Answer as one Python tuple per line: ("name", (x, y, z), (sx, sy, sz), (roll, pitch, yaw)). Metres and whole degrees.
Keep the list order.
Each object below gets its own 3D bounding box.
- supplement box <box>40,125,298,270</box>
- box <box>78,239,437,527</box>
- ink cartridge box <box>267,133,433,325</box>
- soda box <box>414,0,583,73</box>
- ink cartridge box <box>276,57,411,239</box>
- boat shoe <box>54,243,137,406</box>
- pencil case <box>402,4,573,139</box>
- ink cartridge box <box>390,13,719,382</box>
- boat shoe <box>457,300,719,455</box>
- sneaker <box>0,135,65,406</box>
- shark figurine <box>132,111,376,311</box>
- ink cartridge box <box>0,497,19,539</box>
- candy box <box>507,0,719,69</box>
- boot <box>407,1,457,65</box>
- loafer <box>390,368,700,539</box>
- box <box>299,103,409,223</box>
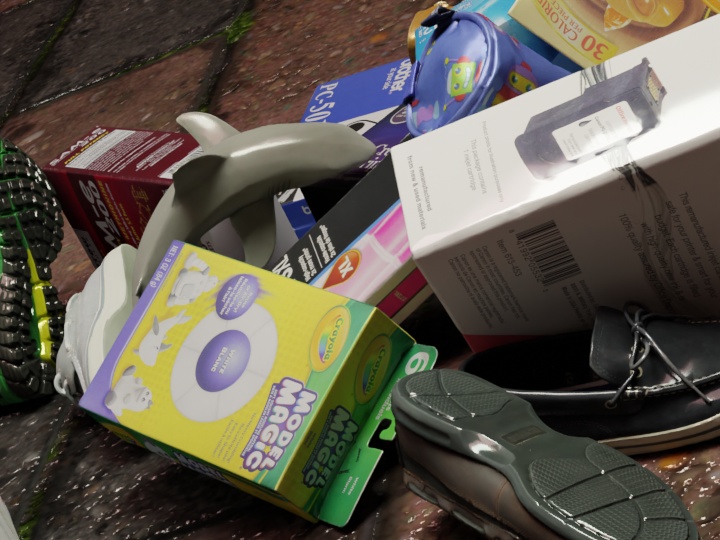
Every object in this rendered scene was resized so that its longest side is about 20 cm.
("supplement box", (-0.129, -0.036, 1.525), (0.061, 0.109, 0.200), (-38, 25, -26))
("box", (-0.057, 0.062, 1.237), (0.200, 0.048, 0.118), (18, 73, 41))
("ink cartridge box", (0.000, 0.000, 1.297), (0.200, 0.037, 0.095), (-46, 34, 16))
("soda box", (0.132, -0.153, 1.315), (0.200, 0.068, 0.064), (-29, 26, 16))
("ink cartridge box", (-0.003, -0.083, 1.574), (0.094, 0.044, 0.200), (-16, 25, 20))
("boat shoe", (-0.158, 0.057, 1.432), (0.072, 0.070, 0.201), (-43, 22, 17))
("pencil case", (0.109, -0.071, 1.235), (0.087, 0.200, 0.078), (5, 73, 55))
("ink cartridge box", (0.137, -0.029, 1.160), (0.200, 0.145, 0.084), (-21, 47, 12))
("boat shoe", (0.139, 0.050, 1.121), (0.200, 0.062, 0.075), (-15, 24, 22))
("sneaker", (-0.256, -0.003, 1.527), (0.085, 0.078, 0.200), (-18, 65, 29))
("shark figurine", (-0.104, -0.027, 1.362), (0.128, 0.090, 0.215), (33, 84, 17))
("ink cartridge box", (-0.275, 0.152, 1.233), (0.146, 0.147, 0.200), (-30, 22, -6))
("candy box", (0.196, -0.135, 1.234), (0.116, 0.200, 0.055), (-56, -3, 18))
("boot", (0.102, -0.146, 1.456), (0.144, 0.071, 0.201), (2, 3, 3))
("loafer", (0.086, 0.111, 1.062), (0.072, 0.063, 0.200), (-12, 29, -32))
("box", (0.080, -0.056, 1.392), (0.141, 0.079, 0.200), (-37, 25, -29))
